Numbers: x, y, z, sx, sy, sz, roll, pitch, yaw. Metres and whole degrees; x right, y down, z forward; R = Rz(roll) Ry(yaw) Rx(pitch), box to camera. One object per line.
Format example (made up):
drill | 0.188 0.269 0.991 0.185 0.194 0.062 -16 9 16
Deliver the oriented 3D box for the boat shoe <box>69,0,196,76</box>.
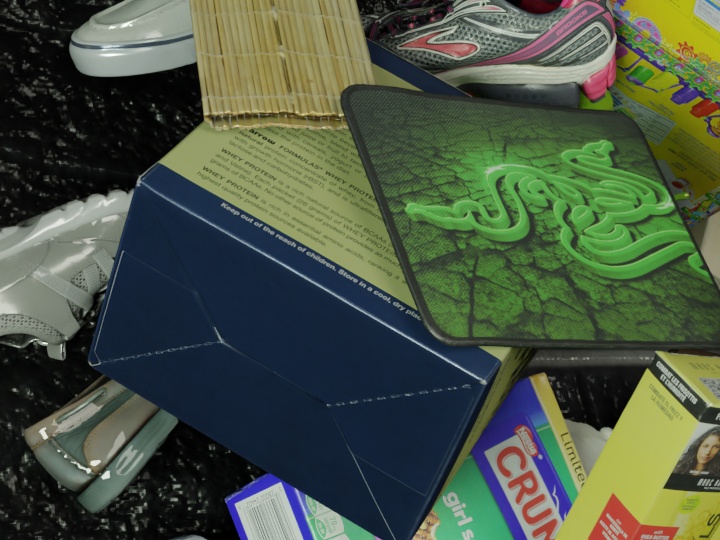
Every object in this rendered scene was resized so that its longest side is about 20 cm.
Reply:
boat shoe | -0.087 -0.185 1.122 0.202 0.075 0.086 -21 123 -17

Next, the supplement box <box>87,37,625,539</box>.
supplement box | 0.000 0.000 0.987 0.200 0.134 0.200 30 41 9

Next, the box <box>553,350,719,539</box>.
box | 0.150 0.137 0.972 0.075 0.200 0.050 7 30 -35

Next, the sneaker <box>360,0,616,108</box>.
sneaker | 0.053 -0.145 1.115 0.200 0.075 0.081 -2 37 8

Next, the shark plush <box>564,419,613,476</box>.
shark plush | 0.128 0.144 1.152 0.200 0.083 0.091 39 48 11

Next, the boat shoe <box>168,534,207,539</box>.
boat shoe | -0.079 0.245 0.981 0.091 0.071 0.200 -26 78 -38

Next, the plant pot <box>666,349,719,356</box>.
plant pot | 0.267 0.140 1.206 0.200 0.187 0.187 30 54 0

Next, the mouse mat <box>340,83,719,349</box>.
mouse mat | 0.093 -0.027 0.944 0.200 0.008 0.161 3 52 -34

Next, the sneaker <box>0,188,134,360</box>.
sneaker | -0.170 0.008 1.032 0.200 0.075 0.082 -19 93 -30

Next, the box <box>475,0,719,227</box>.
box | 0.174 -0.133 1.239 0.200 0.193 0.122 32 54 -19

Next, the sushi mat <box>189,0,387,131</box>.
sushi mat | -0.045 -0.136 1.006 0.096 0.012 0.200 1 39 -11

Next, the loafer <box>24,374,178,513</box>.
loafer | -0.111 0.045 1.048 0.063 0.072 0.200 40 54 -5

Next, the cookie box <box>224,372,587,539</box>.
cookie box | 0.048 0.168 1.054 0.200 0.075 0.171 -16 80 -39

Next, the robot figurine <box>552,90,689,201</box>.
robot figurine | 0.104 -0.041 1.181 0.200 0.176 0.116 15 24 -10

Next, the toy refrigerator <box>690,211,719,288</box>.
toy refrigerator | 0.263 -0.052 1.338 0.070 0.076 0.200 33 54 -18
